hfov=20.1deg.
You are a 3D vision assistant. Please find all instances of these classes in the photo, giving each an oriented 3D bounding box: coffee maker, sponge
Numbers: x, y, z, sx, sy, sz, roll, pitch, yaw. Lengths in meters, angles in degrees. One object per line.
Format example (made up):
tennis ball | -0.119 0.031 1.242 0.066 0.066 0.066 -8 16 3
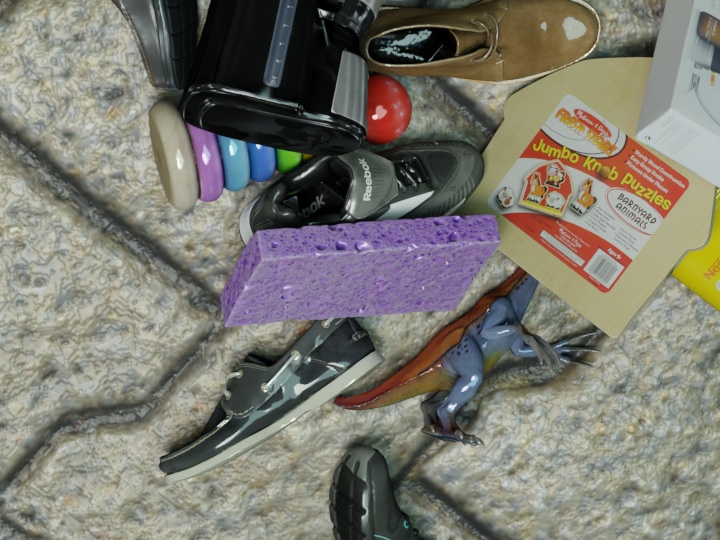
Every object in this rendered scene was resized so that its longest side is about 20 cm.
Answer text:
coffee maker | -0.070 -0.197 1.476 0.191 0.135 0.201 9 76 15
sponge | 0.000 0.000 1.551 0.199 0.112 0.030 -4 62 -23

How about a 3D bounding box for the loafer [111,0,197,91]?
loafer | -0.172 -0.229 1.513 0.072 0.073 0.201 -8 103 16

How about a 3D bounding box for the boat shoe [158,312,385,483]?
boat shoe | -0.079 0.101 1.611 0.200 0.072 0.068 -34 88 2

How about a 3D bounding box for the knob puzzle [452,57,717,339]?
knob puzzle | 0.193 -0.076 1.576 0.219 0.030 0.221 -4 79 20

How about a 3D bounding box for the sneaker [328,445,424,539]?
sneaker | 0.023 0.231 1.661 0.079 0.075 0.201 -13 113 -19

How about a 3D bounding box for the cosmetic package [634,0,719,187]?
cosmetic package | 0.299 -0.149 1.543 0.150 0.052 0.201 29 54 -16

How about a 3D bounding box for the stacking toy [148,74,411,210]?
stacking toy | -0.058 -0.109 1.555 0.199 0.085 0.086 -14 106 -12

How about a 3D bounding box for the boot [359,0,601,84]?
boot | 0.093 -0.174 1.556 0.199 0.075 0.074 -5 103 -8

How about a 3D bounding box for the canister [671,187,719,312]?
canister | 0.329 -0.022 1.626 0.200 0.087 0.149 36 97 -17

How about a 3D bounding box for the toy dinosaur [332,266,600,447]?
toy dinosaur | 0.100 0.048 1.611 0.199 0.105 0.182 17 83 -2

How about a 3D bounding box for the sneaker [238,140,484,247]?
sneaker | 0.008 -0.061 1.543 0.199 0.091 0.067 -16 77 -14
